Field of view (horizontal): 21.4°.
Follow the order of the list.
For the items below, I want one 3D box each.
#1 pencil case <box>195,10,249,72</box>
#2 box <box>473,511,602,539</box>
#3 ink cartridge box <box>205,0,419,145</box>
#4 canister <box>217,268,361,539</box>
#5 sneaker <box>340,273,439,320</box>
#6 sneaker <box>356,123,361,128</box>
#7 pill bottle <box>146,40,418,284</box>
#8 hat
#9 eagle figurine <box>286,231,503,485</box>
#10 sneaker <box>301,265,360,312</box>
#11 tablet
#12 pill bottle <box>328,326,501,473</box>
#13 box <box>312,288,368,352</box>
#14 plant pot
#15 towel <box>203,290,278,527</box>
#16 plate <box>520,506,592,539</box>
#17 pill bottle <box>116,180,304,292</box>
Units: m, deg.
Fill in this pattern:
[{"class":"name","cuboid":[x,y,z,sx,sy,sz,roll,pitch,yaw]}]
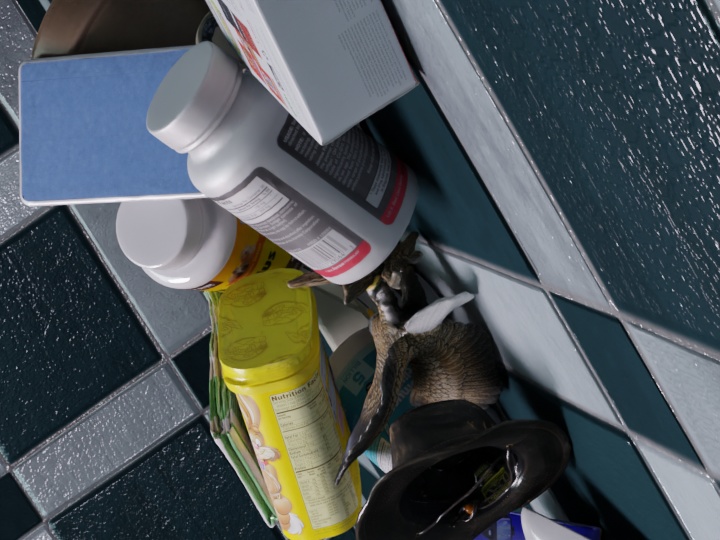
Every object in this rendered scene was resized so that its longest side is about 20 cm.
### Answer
[{"class":"pencil case","cuboid":[-0.076,-0.145,1.615,0.090,0.077,0.201,60,175,38]},{"class":"box","cuboid":[0.153,0.256,1.740,0.118,0.042,0.200,9,164,5]},{"class":"ink cartridge box","cuboid":[-0.064,-0.214,1.294,0.176,0.084,0.201,47,167,51]},{"class":"canister","cuboid":[-0.060,0.122,1.699,0.149,0.086,0.201,-96,-8,-58]},{"class":"sneaker","cuboid":[0.000,0.000,1.736,0.200,0.073,0.071,51,162,24]},{"class":"sneaker","cuboid":[-0.020,-0.078,1.591,0.080,0.070,0.201,38,164,33]},{"class":"pill bottle","cuboid":[-0.061,-0.085,1.451,0.200,0.111,0.111,35,-179,-26]},{"class":"hat","cuboid":[0.072,0.154,1.575,0.201,0.199,0.081,72,172,-60]},{"class":"eagle figurine","cuboid":[0.036,0.075,1.613,0.151,0.150,0.202,-62,-36,-66]},{"class":"sneaker","cuboid":[-0.024,-0.014,1.833,0.199,0.080,0.078,27,175,16]},{"class":"tablet","cuboid":[-0.209,-0.124,1.652,0.014,0.198,0.131,4,-96,-67]},{"class":"pill bottle","cuboid":[0.058,0.147,1.792,0.200,0.111,0.111,37,163,30]},{"class":"box","cuboid":[-0.014,0.040,1.958,0.201,0.068,0.082,60,175,-27]},{"class":"plant pot","cuboid":[-0.175,-0.181,1.742,0.174,0.201,0.201,34,164,20]},{"class":"towel","cuboid":[-0.110,0.123,1.788,0.201,0.023,0.153,-100,-12,-46]},{"class":"plate","cuboid":[0.226,0.301,1.600,0.199,0.032,0.200,25,153,43]},{"class":"pill bottle","cuboid":[-0.134,-0.035,1.733,0.109,0.109,0.200,52,-160,20]}]
